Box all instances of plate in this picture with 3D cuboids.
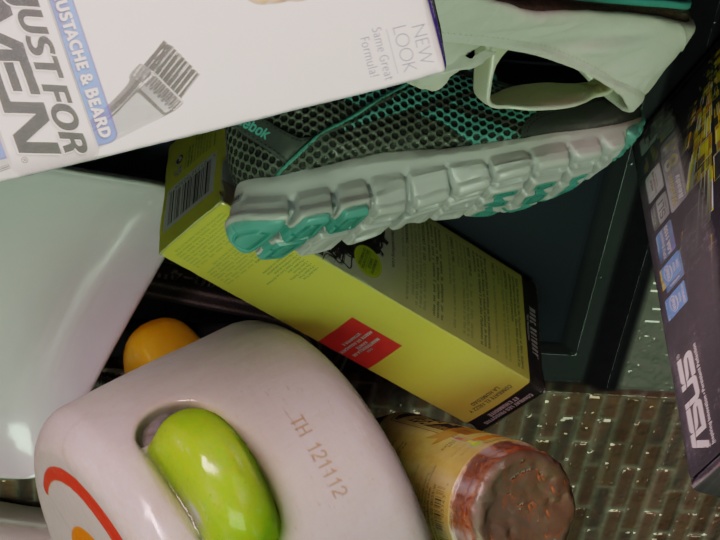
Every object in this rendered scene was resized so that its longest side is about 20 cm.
[{"bbox_3d":[-0.206,0.013,0.882,0.199,0.032,0.200,10,126,-32],"label":"plate"}]

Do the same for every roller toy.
[{"bbox_3d":[-0.055,0.123,0.883,0.139,0.200,0.183,-26,110,-24],"label":"roller toy"}]

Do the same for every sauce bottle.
[{"bbox_3d":[0.026,0.103,0.941,0.066,0.066,0.200,32,169,-30],"label":"sauce bottle"}]

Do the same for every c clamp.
[{"bbox_3d":[-0.107,0.046,0.979,0.199,0.027,0.171,8,132,-7],"label":"c clamp"}]

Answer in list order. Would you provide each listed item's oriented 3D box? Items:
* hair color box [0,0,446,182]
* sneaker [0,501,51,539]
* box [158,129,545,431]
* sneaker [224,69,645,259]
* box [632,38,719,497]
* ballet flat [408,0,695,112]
[{"bbox_3d":[-0.079,-0.102,0.647,0.199,0.065,0.110,-14,112,4],"label":"hair color box"},{"bbox_3d":[-0.209,0.181,1.080,0.199,0.085,0.073,-1,139,3],"label":"sneaker"},{"bbox_3d":[0.000,0.000,0.889,0.200,0.075,0.050,30,130,-30],"label":"box"},{"bbox_3d":[0.031,-0.068,0.815,0.199,0.092,0.078,-11,169,-23],"label":"sneaker"},{"bbox_3d":[0.183,-0.028,0.765,0.049,0.200,0.161,16,136,-19],"label":"box"},{"bbox_3d":[0.049,-0.098,0.754,0.199,0.070,0.069,7,140,-33],"label":"ballet flat"}]
